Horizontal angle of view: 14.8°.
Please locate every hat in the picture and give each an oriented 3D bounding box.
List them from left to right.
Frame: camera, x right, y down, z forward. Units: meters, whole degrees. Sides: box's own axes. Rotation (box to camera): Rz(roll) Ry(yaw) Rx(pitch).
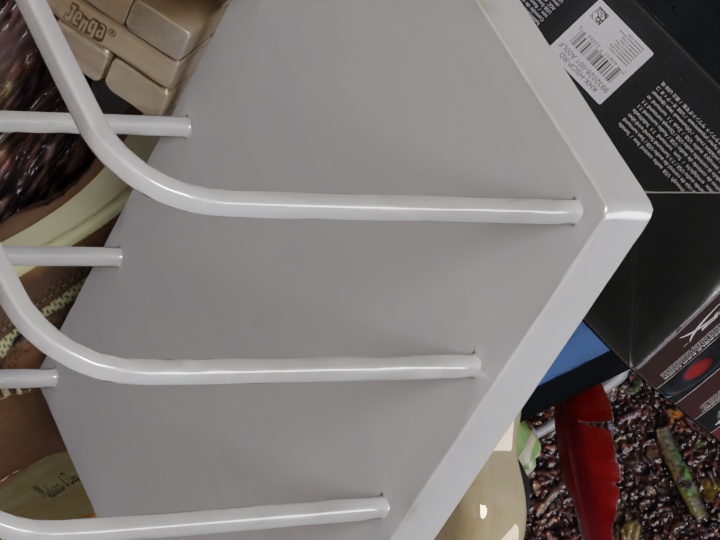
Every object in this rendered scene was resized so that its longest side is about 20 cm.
[{"bbox_3d":[0.065,0.044,1.332,0.176,0.165,0.200,-61,-157,-2],"label":"hat"}]

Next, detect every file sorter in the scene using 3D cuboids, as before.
[{"bbox_3d":[-0.057,0.008,0.623,0.124,0.139,0.200,1,135,-36],"label":"file sorter"}]

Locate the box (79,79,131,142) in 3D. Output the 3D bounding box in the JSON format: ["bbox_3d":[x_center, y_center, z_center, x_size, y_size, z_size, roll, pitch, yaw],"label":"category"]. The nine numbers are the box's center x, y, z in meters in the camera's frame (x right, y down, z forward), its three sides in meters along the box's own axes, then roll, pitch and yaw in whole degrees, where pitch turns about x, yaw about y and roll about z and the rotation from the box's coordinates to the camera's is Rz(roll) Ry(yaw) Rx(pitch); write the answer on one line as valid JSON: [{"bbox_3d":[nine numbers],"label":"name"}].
[{"bbox_3d":[0.007,-0.120,0.806,0.156,0.041,0.200,-28,157,-37],"label":"box"}]

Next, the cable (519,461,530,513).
[{"bbox_3d":[-0.014,0.105,1.269,0.200,0.163,0.051,-37,145,-62],"label":"cable"}]

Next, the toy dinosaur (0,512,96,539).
[{"bbox_3d":[-0.106,0.120,1.013,0.106,0.060,0.200,-154,-99,-80],"label":"toy dinosaur"}]

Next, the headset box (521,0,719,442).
[{"bbox_3d":[0.081,-0.028,0.857,0.075,0.149,0.200,-43,161,5],"label":"headset box"}]

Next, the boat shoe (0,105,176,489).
[{"bbox_3d":[-0.072,0.020,0.778,0.202,0.075,0.075,-45,157,11],"label":"boat shoe"}]

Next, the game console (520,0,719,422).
[{"bbox_3d":[0.083,-0.029,1.127,0.200,0.031,0.177,-26,127,1],"label":"game console"}]

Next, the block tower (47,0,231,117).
[{"bbox_3d":[-0.027,-0.131,0.656,0.058,0.054,0.200,-47,167,-50],"label":"block tower"}]

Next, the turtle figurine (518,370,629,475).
[{"bbox_3d":[0.027,0.079,1.453,0.194,0.144,0.200,-54,169,13],"label":"turtle figurine"}]

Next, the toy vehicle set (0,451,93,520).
[{"bbox_3d":[-0.062,0.025,0.921,0.124,0.027,0.200,-53,-170,-22],"label":"toy vehicle set"}]

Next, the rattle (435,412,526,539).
[{"bbox_3d":[0.060,0.072,1.054,0.143,0.200,0.130,6,147,-45],"label":"rattle"}]
